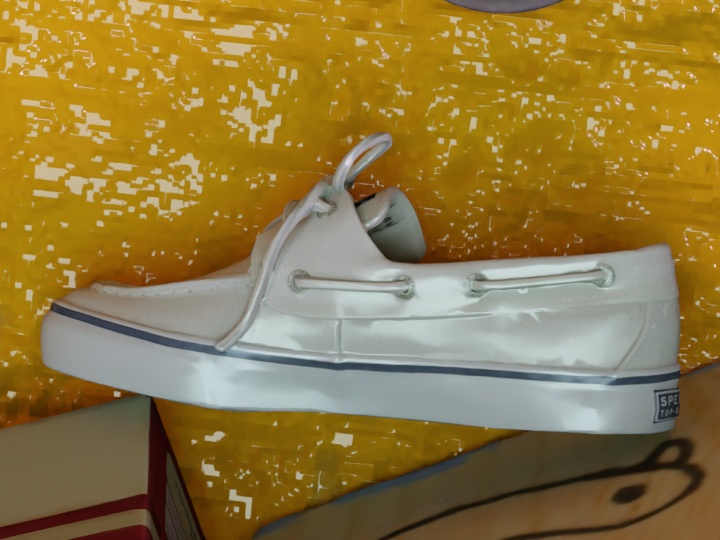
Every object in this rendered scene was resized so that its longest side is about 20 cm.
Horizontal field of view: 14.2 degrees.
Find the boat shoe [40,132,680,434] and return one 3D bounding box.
[{"bbox_3d":[0.000,0.000,0.891,0.201,0.075,0.086,4,94,16],"label":"boat shoe"}]

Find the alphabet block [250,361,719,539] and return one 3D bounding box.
[{"bbox_3d":[0.073,0.166,0.873,0.195,0.200,0.197,-21,102,8],"label":"alphabet block"}]

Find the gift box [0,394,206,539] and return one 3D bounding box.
[{"bbox_3d":[-0.129,0.161,0.896,0.186,0.200,0.185,-14,116,4],"label":"gift box"}]

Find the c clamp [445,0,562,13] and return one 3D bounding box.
[{"bbox_3d":[0.021,-0.166,0.844,0.171,0.027,0.200,36,110,10],"label":"c clamp"}]
